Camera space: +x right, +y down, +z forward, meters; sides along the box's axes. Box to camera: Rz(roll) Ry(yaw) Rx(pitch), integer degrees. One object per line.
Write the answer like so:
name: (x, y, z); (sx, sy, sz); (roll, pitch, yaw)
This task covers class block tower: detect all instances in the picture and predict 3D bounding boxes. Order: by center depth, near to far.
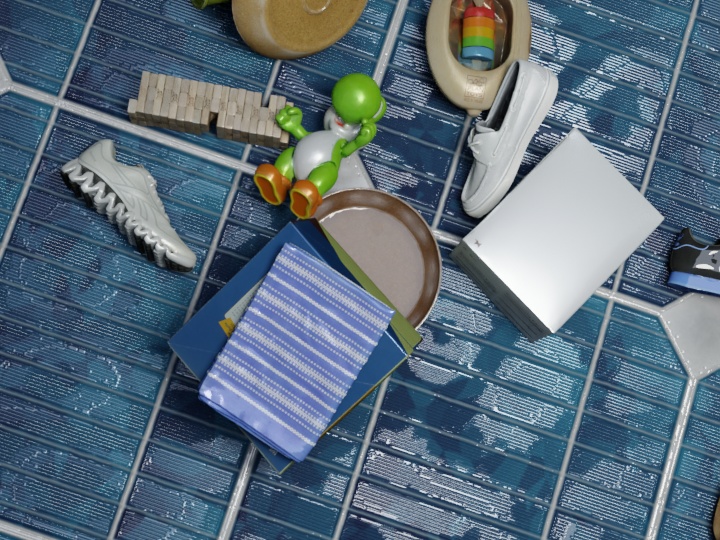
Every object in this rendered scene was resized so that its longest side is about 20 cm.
block tower: (-0.183, -0.198, 1.450); (0.198, 0.054, 0.058); (8, 79, -4)

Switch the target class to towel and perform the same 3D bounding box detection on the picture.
towel: (-0.073, 0.090, 1.262); (0.144, 0.024, 0.201); (33, 99, 7)

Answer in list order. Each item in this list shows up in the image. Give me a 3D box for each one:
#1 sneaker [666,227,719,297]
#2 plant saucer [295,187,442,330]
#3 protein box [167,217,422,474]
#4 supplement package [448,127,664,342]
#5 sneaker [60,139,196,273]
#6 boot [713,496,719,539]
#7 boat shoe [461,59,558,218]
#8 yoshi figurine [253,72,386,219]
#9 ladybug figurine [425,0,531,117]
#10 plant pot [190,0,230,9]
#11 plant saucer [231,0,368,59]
sneaker: (0.484, 0.001, 1.461); (0.198, 0.070, 0.079); (12, 86, -1)
plant saucer: (0.000, 0.000, 1.442); (0.198, 0.034, 0.203); (1, 81, -5)
protein box: (-0.071, 0.081, 1.342); (0.200, 0.135, 0.199); (-43, 86, 11)
supplement package: (0.236, -0.040, 1.428); (0.200, 0.111, 0.156); (-44, 86, -9)
sneaker: (-0.268, -0.079, 1.418); (0.200, 0.075, 0.081); (42, 71, 3)
boot: (0.457, 0.342, 1.413); (0.075, 0.074, 0.202); (12, 75, 16)
boat shoe: (0.167, -0.162, 1.431); (0.068, 0.072, 0.201); (21, 110, -25)
yoshi figurine: (-0.038, -0.165, 1.404); (0.113, 0.112, 0.200); (48, 61, -17)
ladybug figurine: (0.146, -0.289, 1.481); (0.134, 0.072, 0.202); (8, 80, -4)
plant pot: (-0.116, -0.431, 1.436); (0.191, 0.200, 0.203); (-9, 81, -17)
plant saucer: (-0.058, -0.335, 1.415); (0.199, 0.201, 0.035); (-34, 52, -9)
